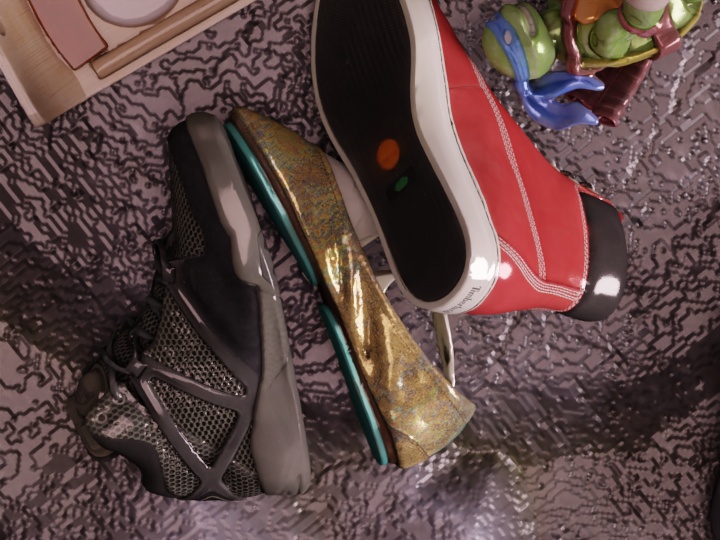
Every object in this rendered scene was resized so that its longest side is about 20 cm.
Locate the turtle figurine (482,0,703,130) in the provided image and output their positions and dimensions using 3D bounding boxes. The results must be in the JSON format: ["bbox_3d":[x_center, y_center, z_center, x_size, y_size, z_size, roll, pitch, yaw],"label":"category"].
[{"bbox_3d":[0.142,-0.178,1.259,0.194,0.144,0.200,-18,93,-12],"label":"turtle figurine"}]

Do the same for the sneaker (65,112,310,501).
[{"bbox_3d":[-0.092,0.025,1.270,0.114,0.076,0.200,-10,116,-5],"label":"sneaker"}]

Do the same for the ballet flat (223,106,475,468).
[{"bbox_3d":[0.000,0.000,1.299,0.071,0.071,0.200,-25,102,-3],"label":"ballet flat"}]

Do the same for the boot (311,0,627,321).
[{"bbox_3d":[0.060,-0.066,1.304,0.144,0.072,0.200,5,59,-45],"label":"boot"}]

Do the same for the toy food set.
[{"bbox_3d":[-0.106,-0.180,1.276,0.200,0.060,0.144,-30,96,-2],"label":"toy food set"}]

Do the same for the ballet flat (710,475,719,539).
[{"bbox_3d":[0.218,0.058,1.323,0.073,0.073,0.200,7,93,-6],"label":"ballet flat"}]
